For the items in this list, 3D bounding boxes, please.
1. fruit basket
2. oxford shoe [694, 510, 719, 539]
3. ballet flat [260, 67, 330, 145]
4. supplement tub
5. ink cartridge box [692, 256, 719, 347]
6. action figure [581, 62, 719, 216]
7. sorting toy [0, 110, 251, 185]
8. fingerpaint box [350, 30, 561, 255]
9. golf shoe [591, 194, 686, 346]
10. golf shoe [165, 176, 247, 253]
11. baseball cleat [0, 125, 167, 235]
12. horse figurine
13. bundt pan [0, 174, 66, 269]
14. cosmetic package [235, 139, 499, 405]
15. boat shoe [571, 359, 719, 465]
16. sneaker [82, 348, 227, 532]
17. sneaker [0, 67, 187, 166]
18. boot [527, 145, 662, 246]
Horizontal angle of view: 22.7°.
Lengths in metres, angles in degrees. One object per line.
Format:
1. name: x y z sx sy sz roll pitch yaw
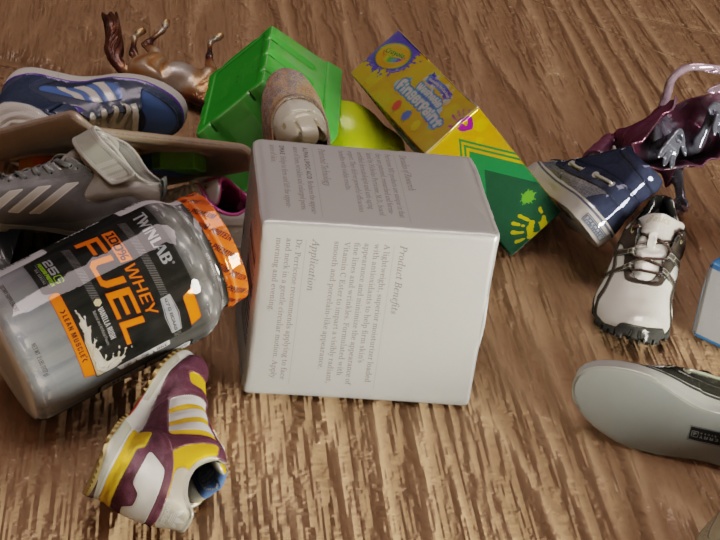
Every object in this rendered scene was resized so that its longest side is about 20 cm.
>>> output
1. fruit basket: -0.057 -0.132 1.839 0.216 0.155 0.216 47 19 -22
2. oxford shoe: 0.305 0.185 1.365 0.070 0.075 0.200 25 32 28
3. ballet flat: -0.052 -0.101 1.687 0.068 0.202 0.067 -5 -10 -17
4. supplement tub: -0.197 0.023 1.425 0.199 0.123 0.122 -29 40 -18
5. ink cartridge box: 0.429 0.024 1.694 0.146 0.086 0.200 26 34 30
6. action figure: 0.294 -0.136 1.891 0.133 0.150 0.200 8 -6 -18
7. sorting toy: -0.225 -0.102 1.646 0.199 0.037 0.184 9 -10 -40
8. fingerpaint box: 0.093 -0.130 1.807 0.073 0.167 0.200 -41 37 3
9. golf shoe: 0.266 -0.004 1.693 0.077 0.095 0.200 12 29 5
10. golf shoe: -0.154 -0.057 1.680 0.199 0.092 0.075 18 30 22
11. baseball cleat: -0.261 -0.077 1.508 0.198 0.107 0.070 11 14 -5
12. horse figurine: -0.206 -0.228 2.019 0.199 0.050 0.133 15 45 -4
13. bundt pan: -0.280 -0.008 1.567 0.200 0.076 0.202 6 27 -3
14. cosmetic package: 0.000 0.000 1.535 0.198 0.166 0.165 4 27 -9
15. boat shoe: 0.274 0.117 1.500 0.199 0.071 0.064 19 29 3
16. sneaker: -0.139 0.134 1.361 0.090 0.075 0.200 29 28 1
17. sneaker: -0.279 -0.139 1.825 0.198 0.081 0.147 8 36 -7
18. boot: 0.236 -0.088 1.804 0.090 0.073 0.200 -40 23 1
